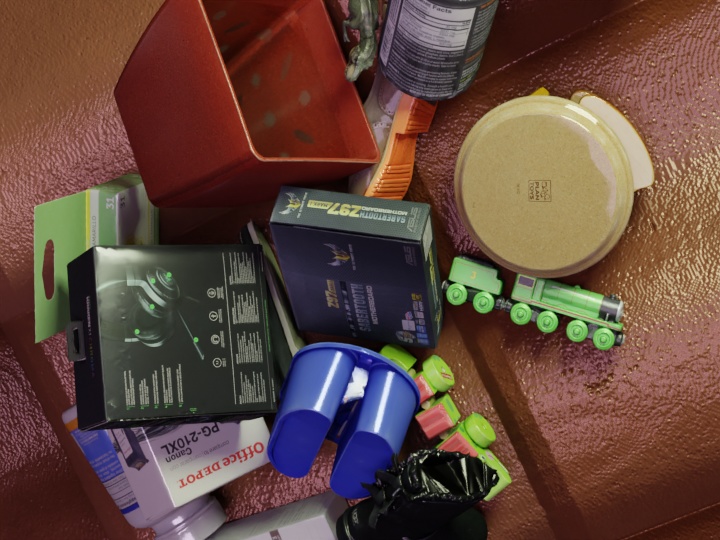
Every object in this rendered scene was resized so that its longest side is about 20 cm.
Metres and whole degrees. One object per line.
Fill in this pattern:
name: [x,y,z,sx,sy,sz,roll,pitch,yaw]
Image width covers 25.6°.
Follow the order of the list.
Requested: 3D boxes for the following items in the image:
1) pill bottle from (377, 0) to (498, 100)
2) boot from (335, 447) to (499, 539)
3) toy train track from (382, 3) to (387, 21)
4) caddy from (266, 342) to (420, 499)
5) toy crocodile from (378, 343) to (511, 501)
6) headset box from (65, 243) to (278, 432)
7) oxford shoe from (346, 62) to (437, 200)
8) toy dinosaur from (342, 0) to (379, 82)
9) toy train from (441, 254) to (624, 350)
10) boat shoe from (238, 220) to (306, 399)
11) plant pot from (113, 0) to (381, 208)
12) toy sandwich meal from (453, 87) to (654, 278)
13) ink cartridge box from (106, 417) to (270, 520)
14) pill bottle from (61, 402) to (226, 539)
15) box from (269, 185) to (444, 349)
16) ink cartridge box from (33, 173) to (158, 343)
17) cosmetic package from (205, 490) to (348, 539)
pill bottle: [0.081,-0.264,1.511,0.105,0.107,0.201,26,146,8]
boot: [0.084,0.241,1.621,0.163,0.196,0.074,-46,46,45]
toy train track: [0.046,-0.343,1.583,0.113,0.033,0.202,-4,117,-26]
caddy: [-0.017,0.149,1.643,0.140,0.106,0.201,20,146,-3]
toy crocodile: [0.085,0.160,1.683,0.067,0.062,0.201,-36,92,20]
headset box: [-0.196,0.067,1.591,0.093,0.198,0.177,-22,72,60]
oxford shoe: [0.015,-0.120,1.641,0.072,0.071,0.202,29,103,25]
toy dinosaur: [-0.006,-0.288,1.589,0.047,0.088,0.203,-5,91,-14]
toy train: [0.181,0.031,1.640,0.198,0.042,0.057,16,96,11]
boat shoe: [-0.106,0.049,1.702,0.065,0.075,0.202,-17,107,6]
plant pot: [-0.130,-0.162,1.586,0.175,0.199,0.202,-28,75,35]
toy sandwich meal: [0.191,-0.093,1.596,0.202,0.070,0.208,5,108,16]
ink cartridge box: [-0.195,0.142,1.682,0.084,0.144,0.202,-28,86,54]
pill bottle: [-0.234,0.213,1.754,0.111,0.112,0.201,-32,93,19]
box: [0.000,0.000,1.614,0.156,0.051,0.201,9,146,13]
ink cartridge box: [-0.274,-0.014,1.665,0.047,0.200,0.148,6,104,17]
cosmetic package: [-0.096,0.331,1.762,0.198,0.081,0.114,-22,98,18]
